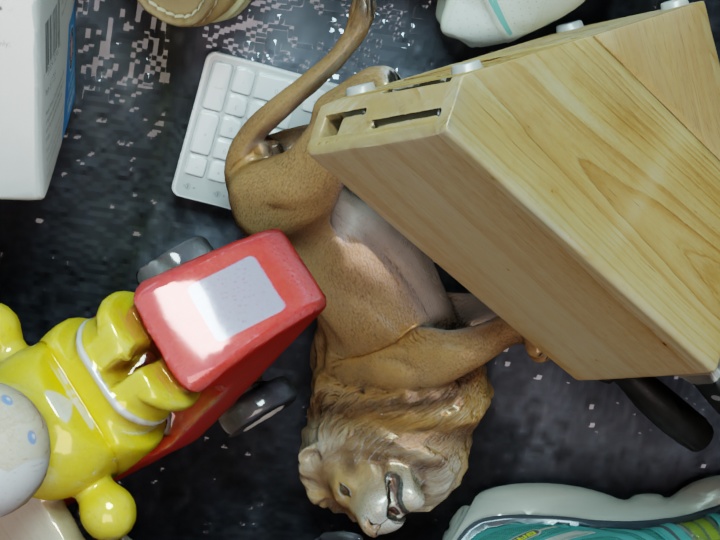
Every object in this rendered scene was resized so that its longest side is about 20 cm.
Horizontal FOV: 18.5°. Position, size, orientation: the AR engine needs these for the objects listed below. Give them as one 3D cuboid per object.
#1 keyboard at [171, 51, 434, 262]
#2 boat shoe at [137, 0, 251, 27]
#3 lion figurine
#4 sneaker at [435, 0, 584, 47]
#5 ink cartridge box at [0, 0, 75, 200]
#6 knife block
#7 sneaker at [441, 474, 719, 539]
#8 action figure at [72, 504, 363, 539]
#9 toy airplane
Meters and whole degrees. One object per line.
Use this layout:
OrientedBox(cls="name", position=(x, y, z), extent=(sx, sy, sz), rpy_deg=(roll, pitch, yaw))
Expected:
OrientedBox(cls="keyboard", position=(0.031, -0.031, 0.833), extent=(0.199, 0.011, 0.057), rpy_deg=(14, 110, -9))
OrientedBox(cls="boat shoe", position=(-0.066, -0.164, 0.720), extent=(0.074, 0.066, 0.201), rpy_deg=(19, 128, 24))
OrientedBox(cls="lion figurine", position=(0.000, 0.000, 0.809), extent=(0.122, 0.073, 0.201), rpy_deg=(-18, 109, 27))
OrientedBox(cls="sneaker", position=(0.014, -0.160, 0.749), extent=(0.080, 0.071, 0.201), rpy_deg=(-32, 111, 12))
OrientedBox(cls="ink cartridge box", position=(-0.131, -0.137, 0.723), extent=(0.067, 0.116, 0.201), rpy_deg=(2, 112, -3))
OrientedBox(cls="knife block", position=(0.087, 0.004, 0.757), extent=(0.064, 0.199, 0.177), rpy_deg=(-8, 99, 44))
OrientedBox(cls="sneaker", position=(0.129, 0.130, 0.867), extent=(0.198, 0.080, 0.078), rpy_deg=(-3, 112, -3))
OrientedBox(cls="action figure", position=(-0.035, 0.150, 0.835), extent=(0.199, 0.119, 0.103), rpy_deg=(13, 132, 17))
OrientedBox(cls="toy airplane", position=(-0.127, 0.064, 0.758), extent=(0.199, 0.141, 0.201), rpy_deg=(14, 90, 9))
